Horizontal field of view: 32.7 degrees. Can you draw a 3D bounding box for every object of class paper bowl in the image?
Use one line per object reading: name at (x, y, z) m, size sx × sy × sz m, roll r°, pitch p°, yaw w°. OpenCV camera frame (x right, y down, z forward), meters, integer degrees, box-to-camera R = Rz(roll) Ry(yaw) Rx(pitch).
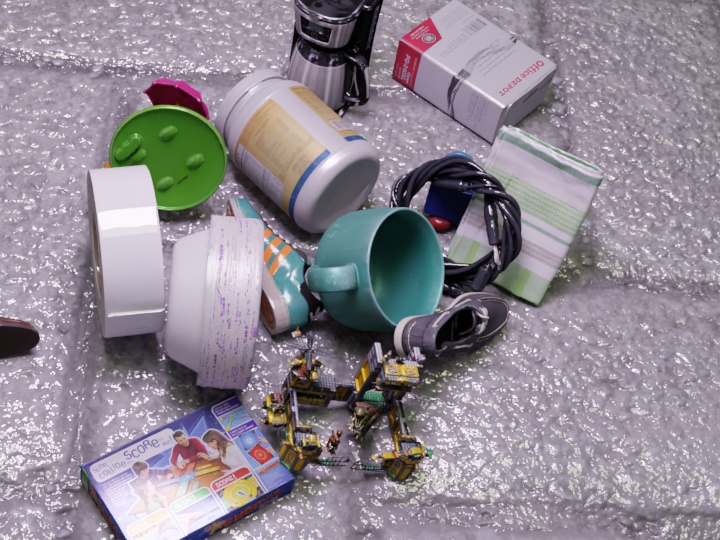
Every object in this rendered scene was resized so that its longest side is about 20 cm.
paper bowl at (-0.172, 0.036, 1.431) m, size 0.104 × 0.201 × 0.201 m, roll 5°, pitch 51°, yaw -9°

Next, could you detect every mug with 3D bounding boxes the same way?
mug at (0.006, -0.007, 1.520) m, size 0.114 × 0.185 × 0.153 m, roll -2°, pitch 62°, yaw 41°

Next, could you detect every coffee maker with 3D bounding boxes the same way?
coffee maker at (-0.042, -0.349, 1.771) m, size 0.134 × 0.200 × 0.193 m, roll 8°, pitch 50°, yaw -6°

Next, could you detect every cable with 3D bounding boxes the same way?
cable at (0.117, -0.068, 1.607) m, size 0.200 × 0.163 × 0.051 m, roll 46°, pitch 29°, yaw 24°

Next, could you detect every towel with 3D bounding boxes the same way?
towel at (0.211, -0.071, 1.606) m, size 0.149 × 0.201 × 0.031 m, roll 28°, pitch 20°, yaw 12°

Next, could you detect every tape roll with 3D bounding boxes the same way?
tape roll at (-0.279, -0.022, 1.457) m, size 0.070 × 0.203 × 0.203 m, roll -5°, pitch 53°, yaw -16°

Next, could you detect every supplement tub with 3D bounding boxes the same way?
supplement tub at (-0.086, -0.162, 1.645) m, size 0.144 × 0.145 × 0.200 m, roll -32°, pitch 64°, yaw -31°

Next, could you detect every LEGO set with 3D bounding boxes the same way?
LEGO set at (-0.002, 0.151, 1.407) m, size 0.199 × 0.116 × 0.154 m, roll 14°, pitch 45°, yaw -15°

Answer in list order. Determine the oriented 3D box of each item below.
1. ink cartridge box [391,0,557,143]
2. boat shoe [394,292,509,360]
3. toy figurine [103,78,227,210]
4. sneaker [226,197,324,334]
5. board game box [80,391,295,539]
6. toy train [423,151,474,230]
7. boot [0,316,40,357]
ink cartridge box at (0.171, -0.300, 1.849) m, size 0.200 × 0.084 × 0.145 m, roll 37°, pitch 54°, yaw 18°
boat shoe at (0.129, 0.072, 1.517) m, size 0.063 × 0.073 × 0.200 m, roll 1°, pitch 11°, yaw 45°
toy figurine at (-0.270, -0.176, 1.646) m, size 0.150 × 0.200 × 0.184 m, roll 46°, pitch 19°, yaw -27°
sneaker at (-0.111, -0.012, 1.572) m, size 0.080 × 0.071 × 0.201 m, roll -15°, pitch 64°, yaw -23°
board game box at (-0.193, 0.233, 1.374) m, size 0.199 × 0.035 × 0.135 m, roll -24°, pitch 60°, yaw -28°
toy train at (0.194, -0.099, 1.701) m, size 0.199 × 0.085 × 0.116 m, roll 15°, pitch 37°, yaw 1°
boot at (-0.476, 0.009, 1.488) m, size 0.186 × 0.064 × 0.201 m, roll 4°, pitch 46°, yaw -11°
